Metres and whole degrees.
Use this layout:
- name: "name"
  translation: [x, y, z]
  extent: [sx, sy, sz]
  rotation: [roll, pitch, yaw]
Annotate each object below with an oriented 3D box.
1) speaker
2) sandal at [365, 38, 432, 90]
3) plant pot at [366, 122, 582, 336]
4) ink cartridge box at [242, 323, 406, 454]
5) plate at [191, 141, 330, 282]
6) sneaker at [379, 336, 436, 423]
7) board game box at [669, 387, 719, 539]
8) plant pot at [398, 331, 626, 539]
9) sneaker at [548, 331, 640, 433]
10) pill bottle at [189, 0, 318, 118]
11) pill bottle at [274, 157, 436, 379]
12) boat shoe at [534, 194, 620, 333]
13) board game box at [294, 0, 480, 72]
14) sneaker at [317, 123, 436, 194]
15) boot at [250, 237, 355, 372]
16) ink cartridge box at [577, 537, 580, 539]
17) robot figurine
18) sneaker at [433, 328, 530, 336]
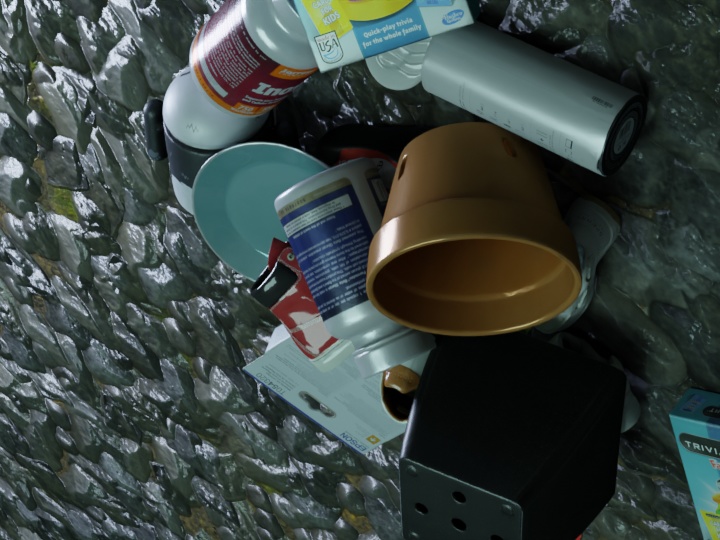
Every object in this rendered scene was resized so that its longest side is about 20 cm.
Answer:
- name: "speaker"
  translation: [0.154, -0.161, 1.530]
  extent: [0.199, 0.081, 0.082]
  rotation: [28, 143, 26]
- name: "sandal"
  translation: [0.050, -0.264, 1.569]
  extent: [0.082, 0.050, 0.204]
  rotation: [23, 126, 26]
- name: "plant pot"
  translation: [0.105, -0.044, 1.578]
  extent: [0.198, 0.141, 0.201]
  rotation: [1, 152, 0]
- name: "ink cartridge box"
  translation: [0.001, 0.111, 1.918]
  extent: [0.196, 0.044, 0.199]
  rotation: [38, 133, -24]
- name: "plate"
  translation: [-0.084, -0.060, 1.801]
  extent: [0.198, 0.026, 0.201]
  rotation: [10, 131, 12]
- name: "sneaker"
  translation: [0.050, 0.131, 1.804]
  extent: [0.072, 0.085, 0.200]
  rotation: [18, 160, 17]
- name: "board game box"
  translation: [0.402, 0.221, 1.683]
  extent: [0.150, 0.047, 0.201]
  rotation: [10, 132, 42]
- name: "plant pot"
  translation: [0.138, 0.192, 1.698]
  extent: [0.198, 0.178, 0.201]
  rotation: [19, 137, 21]
- name: "sneaker"
  translation: [0.199, 0.103, 1.773]
  extent: [0.198, 0.078, 0.100]
  rotation: [8, 125, 31]
- name: "pill bottle"
  translation: [-0.085, -0.238, 1.682]
  extent: [0.113, 0.113, 0.200]
  rotation: [50, 147, -5]
- name: "pill bottle"
  translation: [0.000, 0.000, 1.677]
  extent: [0.111, 0.110, 0.202]
  rotation: [-28, 84, 56]
- name: "boat shoe"
  translation: [0.194, 0.007, 1.669]
  extent: [0.071, 0.069, 0.201]
  rotation: [33, 146, 14]
- name: "board game box"
  translation: [0.002, -0.295, 1.491]
  extent: [0.150, 0.047, 0.201]
  rotation: [-16, 109, 18]
- name: "sneaker"
  translation: [0.047, -0.088, 1.738]
  extent: [0.200, 0.067, 0.109]
  rotation: [12, 135, 45]
- name: "boot"
  translation: [-0.014, -0.004, 1.761]
  extent: [0.199, 0.073, 0.144]
  rotation: [-38, 104, 15]
- name: "ink cartridge box"
  translation: [0.168, 0.273, 1.997]
  extent: [0.199, 0.050, 0.162]
  rotation: [34, 145, 22]
- name: "robot figurine"
  translation: [-0.151, -0.138, 1.856]
  extent: [0.201, 0.149, 0.125]
  rotation: [86, 160, -45]
- name: "sneaker"
  translation: [0.105, 0.045, 1.773]
  extent: [0.199, 0.083, 0.075]
  rotation: [9, 130, 56]
